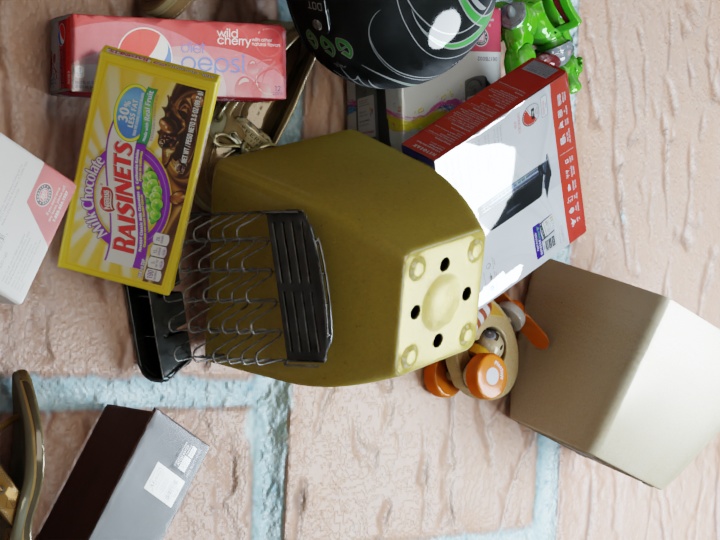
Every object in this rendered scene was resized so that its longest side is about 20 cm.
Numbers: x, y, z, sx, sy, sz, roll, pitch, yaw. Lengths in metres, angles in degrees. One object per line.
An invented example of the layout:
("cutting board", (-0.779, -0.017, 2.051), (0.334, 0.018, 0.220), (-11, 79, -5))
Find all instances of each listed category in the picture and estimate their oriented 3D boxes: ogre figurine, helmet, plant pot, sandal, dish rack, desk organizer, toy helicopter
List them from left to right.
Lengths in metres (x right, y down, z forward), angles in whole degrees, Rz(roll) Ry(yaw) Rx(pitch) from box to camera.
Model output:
("sandal", (-0.299, 0.182, 1.533), (0.054, 0.080, 0.200), (7, 92, -20))
("desk organizer", (-0.220, 0.219, 1.593), (0.072, 0.077, 0.200), (41, 66, -36))
("dish rack", (-0.115, 0.019, 1.601), (0.055, 0.200, 0.154), (-23, 108, -51))
("plant pot", (0.000, 0.000, 1.658), (0.194, 0.200, 0.196), (-18, 119, -46))
("helmet", (0.030, -0.260, 1.646), (0.191, 0.200, 0.200), (47, 61, -53))
("toy helicopter", (0.127, 0.033, 1.898), (0.132, 0.079, 0.200), (-15, 99, -41))
("ogre figurine", (0.186, -0.233, 1.909), (0.200, 0.098, 0.120), (-29, 111, -43))
("plant pot", (0.278, 0.119, 1.969), (0.200, 0.200, 0.177), (28, 84, -39))

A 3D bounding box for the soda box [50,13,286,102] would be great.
("soda box", (-0.166, -0.183, 1.597), (0.200, 0.063, 0.070), (-1, 92, -26))

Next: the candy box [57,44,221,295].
("candy box", (-0.188, -0.082, 1.551), (0.026, 0.102, 0.200), (-73, 178, -67))

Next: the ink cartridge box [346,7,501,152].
("ink cartridge box", (0.065, -0.163, 1.824), (0.147, 0.086, 0.200), (-5, 94, -42))

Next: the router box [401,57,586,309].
("router box", (0.134, -0.078, 1.795), (0.179, 0.049, 0.200), (-35, 134, -25))

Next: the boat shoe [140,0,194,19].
("boat shoe", (-0.121, -0.286, 1.659), (0.200, 0.071, 0.065), (-54, 123, -27))

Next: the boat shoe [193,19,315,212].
("boat shoe", (-0.099, -0.146, 1.691), (0.073, 0.063, 0.200), (34, 70, -38))

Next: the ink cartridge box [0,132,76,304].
("ink cartridge box", (-0.340, -0.068, 1.477), (0.200, 0.067, 0.117), (37, 68, -39))
